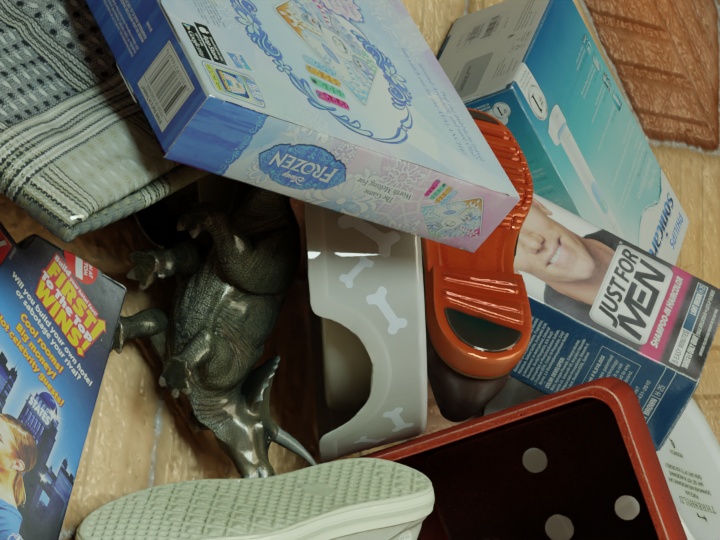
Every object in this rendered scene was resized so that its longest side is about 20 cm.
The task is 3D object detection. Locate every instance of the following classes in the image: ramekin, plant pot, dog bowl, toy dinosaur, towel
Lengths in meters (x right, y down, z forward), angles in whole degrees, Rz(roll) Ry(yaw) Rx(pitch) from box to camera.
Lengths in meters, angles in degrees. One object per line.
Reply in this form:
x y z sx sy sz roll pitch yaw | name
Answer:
0.164 0.140 1.618 0.202 0.094 0.203 50 23 -30 | ramekin
0.091 0.162 1.435 0.176 0.199 0.201 -38 108 -72 | plant pot
0.000 0.000 1.385 0.200 0.058 0.201 177 -90 -89 | dog bowl
-0.067 0.010 1.317 0.102 0.077 0.201 -1 102 -57 | toy dinosaur
-0.152 -0.102 1.193 0.192 0.035 0.200 40 25 7 | towel

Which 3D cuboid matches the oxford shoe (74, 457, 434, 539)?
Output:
-0.048 0.133 1.284 0.200 0.075 0.058 -4 113 -39 | oxford shoe

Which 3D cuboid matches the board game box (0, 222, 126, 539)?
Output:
-0.183 0.029 1.147 0.200 0.062 0.200 57 29 -18 | board game box

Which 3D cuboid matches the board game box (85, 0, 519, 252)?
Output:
-0.042 -0.109 1.261 0.199 0.043 0.200 15 35 -41 | board game box

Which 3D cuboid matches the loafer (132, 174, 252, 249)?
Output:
-0.111 -0.092 1.326 0.200 0.076 0.067 57 30 -19 | loafer

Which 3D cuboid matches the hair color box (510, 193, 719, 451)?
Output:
0.107 0.014 1.548 0.200 0.061 0.100 27 36 2 | hair color box

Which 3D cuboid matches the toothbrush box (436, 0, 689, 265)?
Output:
0.123 -0.060 1.706 0.200 0.085 0.147 58 31 -23 | toothbrush box

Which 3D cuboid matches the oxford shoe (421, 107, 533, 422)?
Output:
0.053 -0.008 1.462 0.071 0.073 0.200 12 47 -8 | oxford shoe
